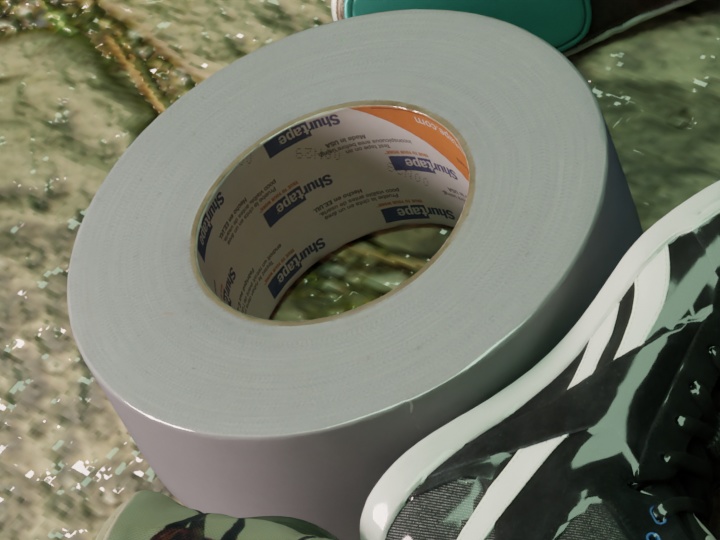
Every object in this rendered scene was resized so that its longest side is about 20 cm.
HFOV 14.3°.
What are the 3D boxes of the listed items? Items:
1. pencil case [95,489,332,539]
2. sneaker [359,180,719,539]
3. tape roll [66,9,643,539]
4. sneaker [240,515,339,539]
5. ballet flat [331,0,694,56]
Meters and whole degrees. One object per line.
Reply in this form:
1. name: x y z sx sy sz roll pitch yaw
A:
1. pencil case: 0.010 0.125 0.820 0.199 0.078 0.090 15 36 5
2. sneaker: 0.106 0.059 0.903 0.200 0.073 0.112 -41 47 -4
3. tape roll: 0.000 0.000 1.008 0.199 0.066 0.201 -13 45 14
4. sneaker: -0.098 0.146 0.906 0.198 0.076 0.115 -9 39 11
5. ballet flat: 0.087 -0.124 1.097 0.199 0.070 0.070 -15 44 6
